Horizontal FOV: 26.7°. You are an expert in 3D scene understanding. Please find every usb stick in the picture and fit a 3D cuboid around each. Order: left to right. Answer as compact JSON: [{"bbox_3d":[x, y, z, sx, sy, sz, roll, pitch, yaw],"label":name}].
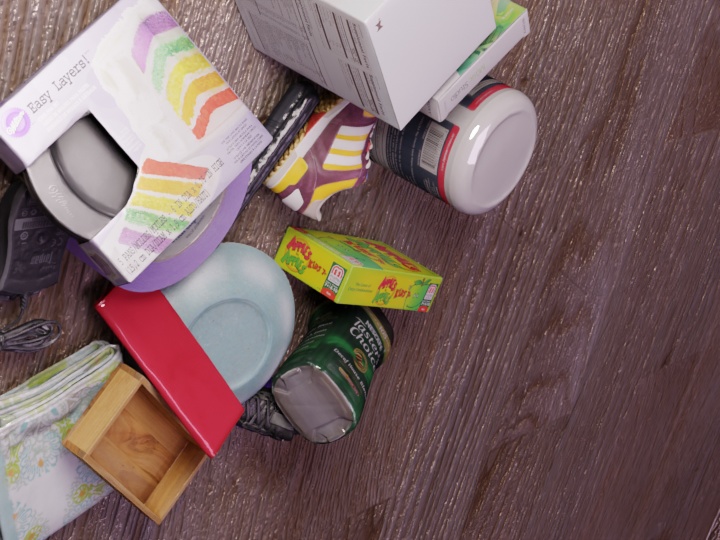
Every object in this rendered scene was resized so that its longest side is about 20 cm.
[{"bbox_3d":[-0.109,-0.108,1.553,0.032,0.055,0.201,37,84,-24],"label":"usb stick"}]

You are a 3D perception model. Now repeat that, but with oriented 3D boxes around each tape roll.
[{"bbox_3d":[-0.194,-0.083,1.436,0.199,0.065,0.202,-36,141,-35],"label":"tape roll"}]

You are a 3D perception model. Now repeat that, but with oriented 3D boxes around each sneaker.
[{"bbox_3d":[-0.116,0.150,1.713,0.199,0.099,0.070,17,101,-58],"label":"sneaker"},{"bbox_3d":[-0.012,-0.142,1.580,0.090,0.075,0.200,37,111,-23],"label":"sneaker"}]

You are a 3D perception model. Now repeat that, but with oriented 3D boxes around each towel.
[{"bbox_3d":[-0.305,0.181,1.519,0.170,0.048,0.202,-30,139,-38],"label":"towel"}]

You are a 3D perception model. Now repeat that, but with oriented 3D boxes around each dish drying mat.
[{"bbox_3d":[-0.189,0.089,1.522,0.201,0.018,0.077,57,40,-21],"label":"dish drying mat"}]

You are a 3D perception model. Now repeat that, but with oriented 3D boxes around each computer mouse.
[{"bbox_3d":[-0.323,-0.008,1.341,0.139,0.046,0.202,-15,132,-40],"label":"computer mouse"}]

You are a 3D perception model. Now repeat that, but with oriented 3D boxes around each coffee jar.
[{"bbox_3d":[-0.027,0.102,1.739,0.085,0.105,0.200,-29,-163,27],"label":"coffee jar"}]

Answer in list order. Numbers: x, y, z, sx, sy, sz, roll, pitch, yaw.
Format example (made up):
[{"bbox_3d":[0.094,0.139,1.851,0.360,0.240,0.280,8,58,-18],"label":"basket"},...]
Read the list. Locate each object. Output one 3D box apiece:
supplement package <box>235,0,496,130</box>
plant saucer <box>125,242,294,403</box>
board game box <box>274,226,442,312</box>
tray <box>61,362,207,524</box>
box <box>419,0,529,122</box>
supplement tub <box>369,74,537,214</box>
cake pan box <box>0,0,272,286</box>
[{"bbox_3d":[-0.003,-0.267,1.421,0.152,0.199,0.151,-47,147,-17],"label":"supplement package"},{"bbox_3d":[-0.149,0.072,1.595,0.199,0.039,0.204,-14,119,-27],"label":"plant saucer"},{"bbox_3d":[0.000,0.000,1.754,0.199,0.101,0.048,7,110,-57],"label":"board game box"},{"bbox_3d":[-0.227,0.181,1.564,0.099,0.037,0.200,-55,152,-15],"label":"tray"},{"bbox_3d":[0.049,-0.245,1.517,0.144,0.199,0.037,-46,151,-21],"label":"box"},{"bbox_3d":[0.077,-0.161,1.630,0.140,0.199,0.142,-35,143,-33],"label":"supplement tub"},{"bbox_3d":[-0.203,-0.115,1.307,0.200,0.052,0.185,-45,103,-22],"label":"cake pan box"}]
